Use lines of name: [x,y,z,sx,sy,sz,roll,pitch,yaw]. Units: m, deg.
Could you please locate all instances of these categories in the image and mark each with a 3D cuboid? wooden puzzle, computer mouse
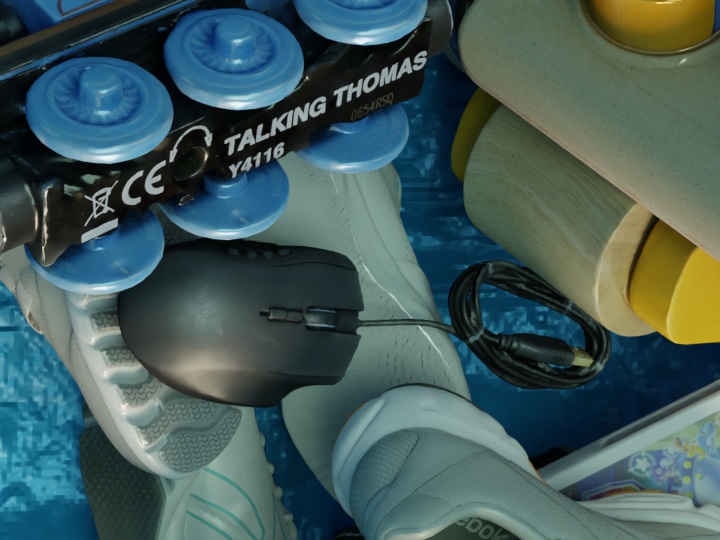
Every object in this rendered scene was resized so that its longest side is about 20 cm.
wooden puzzle: [0.161,-0.099,0.904,0.200,0.185,0.046,-42,151,-18]
computer mouse: [0.008,0.020,0.923,0.199,0.034,0.059,3,87,-28]

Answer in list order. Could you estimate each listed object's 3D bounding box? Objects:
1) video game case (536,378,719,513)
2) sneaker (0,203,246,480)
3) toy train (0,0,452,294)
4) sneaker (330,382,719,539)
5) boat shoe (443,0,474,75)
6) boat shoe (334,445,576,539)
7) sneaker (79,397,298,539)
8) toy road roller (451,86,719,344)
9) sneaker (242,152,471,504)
video game case: [0.166,0.103,0.974,0.199,0.018,0.144,-28,102,18]
sneaker: [-0.104,-0.016,0.942,0.075,0.082,0.201,-24,88,-38]
toy train: [-0.065,-0.069,0.871,0.199,0.114,0.087,-27,144,-30]
sneaker: [0.080,0.118,0.921,0.199,0.092,0.076,23,113,-16]
boat shoe: [0.115,-0.149,1.012,0.072,0.072,0.200,41,84,-19]
boat shoe: [0.083,0.104,1.048,0.200,0.072,0.066,-1,73,-6]
sneaker: [-0.061,0.097,1.002,0.080,0.070,0.202,-1,96,-42]
toy road roller: [0.146,-0.064,0.971,0.199,0.123,0.147,-6,123,-41]
sneaker: [0.000,0.000,0.996,0.075,0.089,0.201,-14,109,20]
